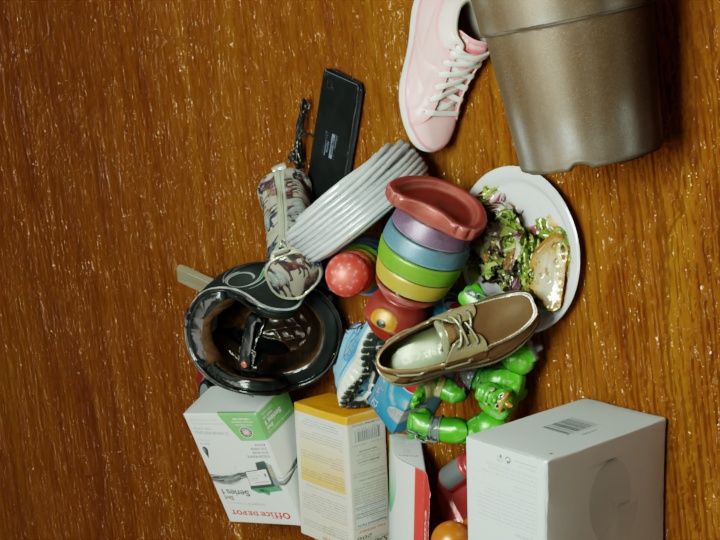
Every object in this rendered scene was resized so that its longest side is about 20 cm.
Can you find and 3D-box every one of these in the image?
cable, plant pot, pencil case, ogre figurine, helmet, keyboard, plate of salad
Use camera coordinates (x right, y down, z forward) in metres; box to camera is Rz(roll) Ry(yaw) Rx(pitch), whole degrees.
[{"bbox_3d":[-0.005,-0.085,1.593,0.069,0.200,0.200,51,159,-4],"label":"cable"},{"bbox_3d":[0.220,-0.210,1.302,0.200,0.200,0.199,3,108,51],"label":"plant pot"},{"bbox_3d":[-0.097,-0.057,1.722,0.200,0.077,0.090,-99,3,-48],"label":"pencil case"},{"bbox_3d":[0.140,0.127,1.517,0.120,0.098,0.201,24,84,13],"label":"ogre figurine"},{"bbox_3d":[-0.131,0.080,1.788,0.199,0.190,0.201,6,101,31],"label":"helmet"},{"bbox_3d":[-0.051,-0.183,1.773,0.127,0.021,0.201,30,120,37],"label":"keyboard"},{"bbox_3d":[0.177,-0.022,1.501,0.200,0.048,0.201,17,112,49],"label":"plate of salad"}]

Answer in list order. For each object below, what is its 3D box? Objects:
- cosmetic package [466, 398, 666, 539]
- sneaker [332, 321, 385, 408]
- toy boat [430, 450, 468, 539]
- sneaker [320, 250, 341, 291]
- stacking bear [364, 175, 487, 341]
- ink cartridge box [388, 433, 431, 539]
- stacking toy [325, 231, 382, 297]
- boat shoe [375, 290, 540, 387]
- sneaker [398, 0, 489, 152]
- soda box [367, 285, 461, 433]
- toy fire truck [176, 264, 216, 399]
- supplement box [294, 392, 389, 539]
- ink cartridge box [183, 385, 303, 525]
[{"bbox_3d":[0.225,0.265,1.384,0.123,0.199,0.201,10,105,50],"label":"cosmetic package"},{"bbox_3d":[0.007,0.093,1.720,0.200,0.078,0.090,-60,41,32],"label":"sneaker"},{"bbox_3d":[0.142,0.325,1.557,0.131,0.130,0.200,-47,62,46],"label":"toy boat"},{"bbox_3d":[-0.070,-0.034,1.786,0.200,0.078,0.066,43,131,39],"label":"sneaker"},{"bbox_3d":[0.064,-0.001,1.514,0.121,0.114,0.201,28,117,12],"label":"stacking bear"},{"bbox_3d":[0.061,0.321,1.640,0.200,0.050,0.162,-85,-5,-77],"label":"ink cartridge box"},{"bbox_3d":[0.000,0.000,1.604,0.085,0.200,0.086,1,96,9],"label":"stacking toy"},{"bbox_3d":[0.108,0.080,1.445,0.199,0.074,0.076,-26,75,11],"label":"boat shoe"},{"bbox_3d":[0.106,-0.238,1.516,0.105,0.075,0.201,18,108,54],"label":"sneaker"},{"bbox_3d":[0.082,0.117,1.635,0.064,0.068,0.200,50,133,32],"label":"soda box"},{"bbox_3d":[-0.217,0.096,1.979,0.176,0.128,0.200,-57,44,42],"label":"toy fire truck"},{"bbox_3d":[-0.026,0.286,1.805,0.126,0.073,0.201,10,106,50],"label":"supplement box"},{"bbox_3d":[-0.153,0.274,1.881,0.146,0.084,0.201,-5,115,35],"label":"ink cartridge box"}]
